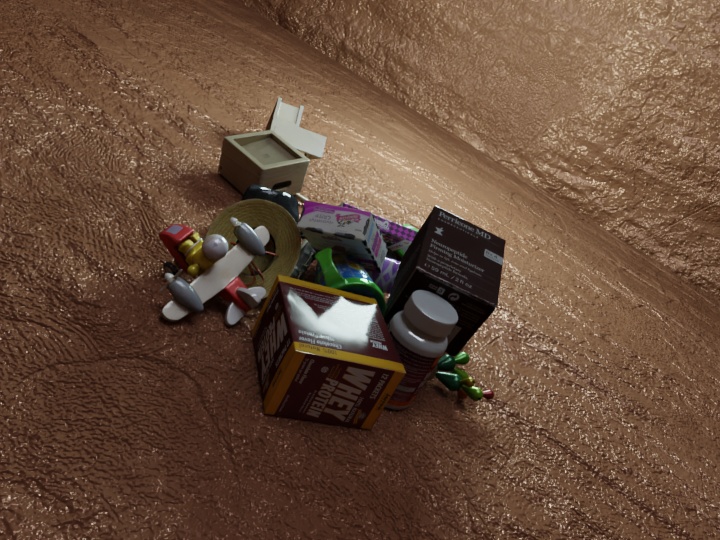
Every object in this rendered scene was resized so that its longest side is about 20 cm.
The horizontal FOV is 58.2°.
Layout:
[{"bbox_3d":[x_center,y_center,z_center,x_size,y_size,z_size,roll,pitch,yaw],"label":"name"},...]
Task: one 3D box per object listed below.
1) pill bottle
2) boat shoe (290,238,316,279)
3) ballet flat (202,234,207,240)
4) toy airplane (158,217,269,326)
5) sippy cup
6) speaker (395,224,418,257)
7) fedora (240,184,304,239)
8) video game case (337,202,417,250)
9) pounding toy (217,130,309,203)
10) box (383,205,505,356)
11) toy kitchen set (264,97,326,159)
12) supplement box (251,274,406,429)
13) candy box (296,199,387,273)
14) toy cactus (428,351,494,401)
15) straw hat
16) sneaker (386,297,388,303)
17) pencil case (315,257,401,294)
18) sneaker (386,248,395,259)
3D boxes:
[{"bbox_3d":[0.086,0.140,1.147,0.109,0.200,0.110,22,27,-12],"label":"pill bottle"},{"bbox_3d":[-0.126,-0.009,1.342,0.057,0.067,0.200,43,45,-8],"label":"boat shoe"},{"bbox_3d":[-0.239,-0.048,1.338,0.200,0.071,0.071,4,35,-44],"label":"ballet flat"},{"bbox_3d":[-0.252,-0.003,1.140,0.199,0.141,0.200,1,56,-18],"label":"toy airplane"},{"bbox_3d":[-0.031,0.040,1.238,0.139,0.178,0.130,3,35,-18],"label":"sippy cup"},{"bbox_3d":[0.157,-0.033,1.665,0.088,0.089,0.200,4,35,-40],"label":"speaker"},{"bbox_3d":[-0.196,-0.133,1.420,0.200,0.092,0.201,16,4,-1],"label":"fedora"},{"bbox_3d":[0.014,-0.100,1.584,0.200,0.036,0.181,20,-13,-17],"label":"video game case"},{"bbox_3d":[-0.226,-0.246,1.652,0.184,0.142,0.200,41,39,26],"label":"pounding toy"},{"bbox_3d":[0.163,0.019,1.249,0.166,0.164,0.200,25,43,-4],"label":"box"},{"bbox_3d":[-0.206,-0.361,1.920,0.163,0.180,0.201,17,68,-15],"label":"toy kitchen set"},{"bbox_3d":[-0.061,0.136,1.088,0.197,0.133,0.200,15,28,-25],"label":"supplement box"},{"bbox_3d":[-0.030,-0.064,1.280,0.136,0.061,0.200,12,-14,14],"label":"candy box"},{"bbox_3d":[0.162,0.185,1.281,0.165,0.102,0.200,-8,53,-35],"label":"toy cactus"},{"bbox_3d":[-0.204,-0.031,1.263,0.201,0.201,0.085,34,-9,12],"label":"straw hat"},{"bbox_3d":[0.106,0.085,1.439,0.082,0.075,0.200,43,28,-10],"label":"sneaker"},{"bbox_3d":[0.000,0.000,1.405,0.199,0.084,0.086,16,-13,17],"label":"pencil case"},{"bbox_3d":[0.003,-0.034,1.524,0.199,0.076,0.114,24,19,-21],"label":"sneaker"}]
